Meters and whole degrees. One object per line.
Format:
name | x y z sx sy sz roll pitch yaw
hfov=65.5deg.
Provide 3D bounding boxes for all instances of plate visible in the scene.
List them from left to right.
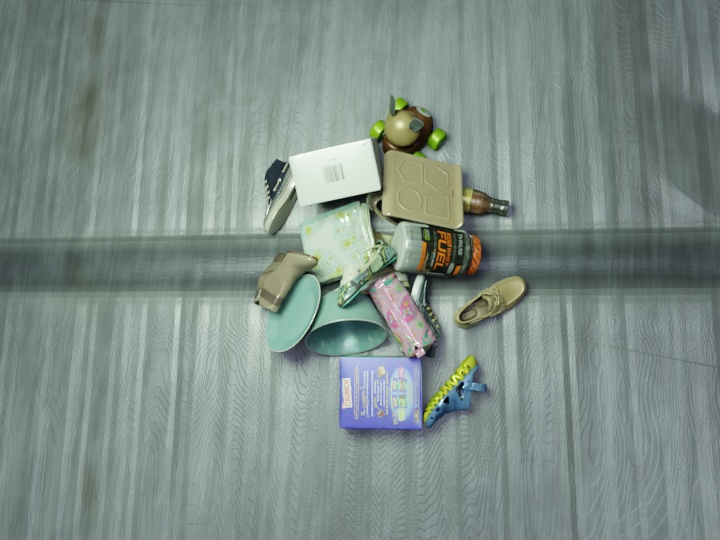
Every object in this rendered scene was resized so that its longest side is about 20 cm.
plate | -0.156 0.103 1.331 0.025 0.199 0.202 32 83 -34

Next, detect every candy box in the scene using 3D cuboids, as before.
candy box | 0.049 0.292 1.352 0.197 0.077 0.171 0 81 5

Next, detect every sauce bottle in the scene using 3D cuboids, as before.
sauce bottle | 0.273 -0.174 1.416 0.198 0.066 0.067 14 82 6

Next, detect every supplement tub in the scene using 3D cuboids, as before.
supplement tub | 0.182 -0.048 1.357 0.197 0.122 0.124 5 80 -13

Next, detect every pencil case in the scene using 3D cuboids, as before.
pencil case | 0.098 0.108 1.311 0.087 0.087 0.201 -30 82 0

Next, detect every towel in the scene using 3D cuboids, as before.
towel | -0.055 -0.067 1.406 0.198 0.048 0.173 -18 74 22

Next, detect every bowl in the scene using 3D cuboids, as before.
bowl | -0.039 0.117 1.347 0.198 0.201 0.106 -9 60 4

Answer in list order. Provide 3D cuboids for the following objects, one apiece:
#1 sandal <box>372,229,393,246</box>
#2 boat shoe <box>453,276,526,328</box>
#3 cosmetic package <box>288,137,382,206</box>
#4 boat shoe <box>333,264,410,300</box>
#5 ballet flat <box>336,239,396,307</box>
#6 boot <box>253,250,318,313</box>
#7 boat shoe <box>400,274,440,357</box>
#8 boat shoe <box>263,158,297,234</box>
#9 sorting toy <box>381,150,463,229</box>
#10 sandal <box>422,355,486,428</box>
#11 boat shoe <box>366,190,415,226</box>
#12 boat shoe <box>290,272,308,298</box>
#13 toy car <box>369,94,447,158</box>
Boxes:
sandal | 0.016 -0.074 1.426 0.199 0.057 0.081 20 82 10
boat shoe | 0.320 0.079 1.366 0.199 0.065 0.072 -33 79 0
cosmetic package | -0.050 -0.245 1.373 0.197 0.200 0.124 -11 104 8
boat shoe | 0.022 0.037 1.405 0.197 0.075 0.069 -11 68 -1
ballet flat | 0.000 0.000 1.289 0.074 0.074 0.200 41 59 10
boot | -0.184 0.030 1.348 0.070 0.199 0.148 30 74 -30
boat shoe | 0.160 0.112 1.379 0.090 0.071 0.203 11 89 7
boat shoe | -0.223 -0.198 1.472 0.092 0.075 0.202 24 76 16
sorting toy | 0.150 -0.193 1.356 0.197 0.037 0.187 8 63 -10
sandal | 0.227 0.302 1.334 0.087 0.079 0.200 43 88 7
boat shoe | 0.107 -0.137 1.385 0.198 0.060 0.072 24 106 -23
boat shoe | -0.159 0.066 1.424 0.075 0.072 0.202 -20 71 17
toy car | 0.116 -0.366 1.394 0.164 0.200 0.158 41 86 11
